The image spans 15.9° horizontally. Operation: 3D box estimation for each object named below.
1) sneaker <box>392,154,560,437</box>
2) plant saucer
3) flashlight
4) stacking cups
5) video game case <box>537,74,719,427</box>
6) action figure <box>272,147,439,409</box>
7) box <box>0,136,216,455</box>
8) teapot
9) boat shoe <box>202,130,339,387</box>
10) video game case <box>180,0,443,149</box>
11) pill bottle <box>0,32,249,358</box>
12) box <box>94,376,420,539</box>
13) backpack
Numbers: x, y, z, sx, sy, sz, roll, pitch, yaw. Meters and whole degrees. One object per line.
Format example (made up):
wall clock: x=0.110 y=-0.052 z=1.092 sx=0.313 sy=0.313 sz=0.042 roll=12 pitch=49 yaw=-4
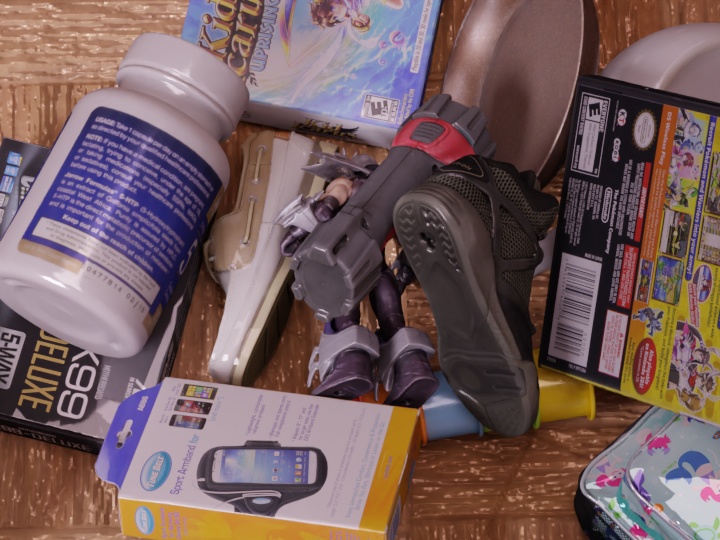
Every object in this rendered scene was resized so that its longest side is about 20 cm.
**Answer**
sneaker: x=0.095 y=0.009 z=1.708 sx=0.076 sy=0.200 sz=0.114 roll=5 pitch=35 yaw=43
plant saucer: x=0.113 y=-0.129 z=1.797 sx=0.032 sy=0.200 sz=0.201 roll=14 pitch=69 yaw=-26
flashlight: x=0.021 y=-0.040 z=1.716 sx=0.068 sy=0.068 sz=0.200 roll=48 pitch=47 yaw=-10
stacking cups: x=0.059 y=0.087 z=1.778 sx=0.199 sy=0.061 sz=0.061 roll=-8 pitch=71 yaw=-3
video game case: x=0.200 y=-0.012 z=1.661 sx=0.180 sy=0.025 sz=0.201 roll=18 pitch=105 yaw=44
action figure: x=0.000 y=0.000 z=1.764 sx=0.130 sy=0.069 sz=0.201 roll=18 pitch=52 yaw=-31
box: x=-0.201 y=0.022 z=1.800 sx=0.157 sy=0.050 sz=0.201 roll=14 pitch=70 yaw=4
teapot: x=0.220 y=-0.082 z=1.801 sx=0.199 sy=0.146 sz=0.198 roll=5 pitch=90 yaw=-29
boat shoe: x=-0.075 y=-0.008 z=1.806 sx=0.068 sy=0.075 sz=0.201 roll=16 pitch=61 yaw=6
video game case: x=-0.031 y=-0.199 z=1.884 sx=0.181 sy=0.045 sz=0.201 roll=10 pitch=71 yaw=4
pill bottle: x=-0.157 y=-0.054 z=1.739 sx=0.119 sy=0.120 sz=0.200 roll=24 pitch=72 yaw=7
box: x=-0.068 y=0.129 z=1.675 sx=0.199 sy=0.042 sz=0.119 roll=6 pitch=39 yaw=11
backpack: x=0.263 y=0.162 z=1.716 sx=0.177 sy=0.151 sz=0.200 roll=-40 pitch=81 yaw=-15
